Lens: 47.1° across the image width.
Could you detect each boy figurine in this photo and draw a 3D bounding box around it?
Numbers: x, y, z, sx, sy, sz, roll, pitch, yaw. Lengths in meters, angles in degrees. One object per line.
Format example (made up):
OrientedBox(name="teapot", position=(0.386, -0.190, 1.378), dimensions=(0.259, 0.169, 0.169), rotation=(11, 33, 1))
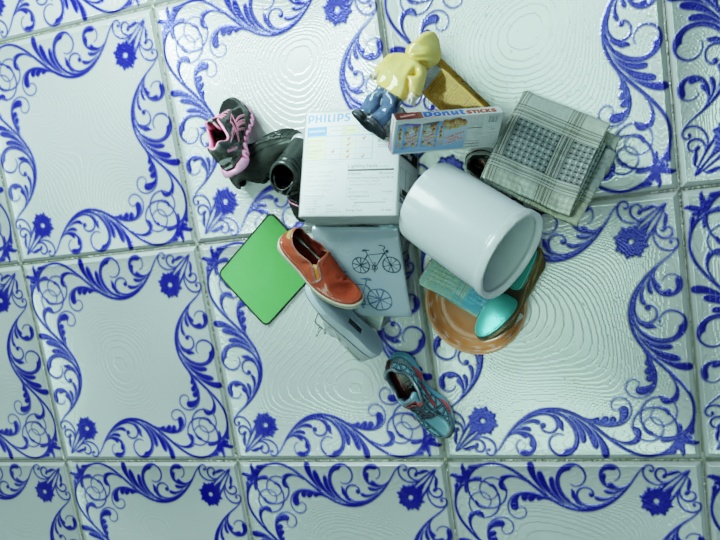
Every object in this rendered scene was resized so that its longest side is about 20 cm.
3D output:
OrientedBox(name="boy figurine", position=(0.066, -0.334, 1.449), dimensions=(0.124, 0.064, 0.201), rotation=(33, 85, 38))

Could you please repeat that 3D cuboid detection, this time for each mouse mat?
OrientedBox(name="mouse mat", position=(-0.195, -0.001, 1.755), dimensions=(0.161, 0.008, 0.200), rotation=(47, 114, 5))

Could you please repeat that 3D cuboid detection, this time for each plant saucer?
OrientedBox(name="plant saucer", position=(0.224, 0.061, 1.597), dimensions=(0.198, 0.037, 0.203), rotation=(4, 103, 19))

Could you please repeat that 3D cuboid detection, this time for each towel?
OrientedBox(name="towel", position=(0.336, -0.200, 1.450), dimensions=(0.199, 0.035, 0.194), rotation=(27, 78, 11))
OrientedBox(name="towel", position=(0.217, -0.027, 1.549), dimensions=(0.146, 0.022, 0.201), rotation=(31, 93, 15))

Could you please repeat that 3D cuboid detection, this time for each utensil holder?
OrientedBox(name="utensil holder", position=(0.191, -0.075, 1.454), dimensions=(0.199, 0.169, 0.171), rotation=(37, 113, 31))

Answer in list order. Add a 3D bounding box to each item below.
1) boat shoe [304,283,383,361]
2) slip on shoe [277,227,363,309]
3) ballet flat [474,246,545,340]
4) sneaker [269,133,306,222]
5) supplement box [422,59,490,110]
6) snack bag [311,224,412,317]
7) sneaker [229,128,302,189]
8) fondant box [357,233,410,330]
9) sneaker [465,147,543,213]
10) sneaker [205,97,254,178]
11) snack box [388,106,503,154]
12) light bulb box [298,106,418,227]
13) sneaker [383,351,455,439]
OrientedBox(name="boat shoe", position=(-0.050, 0.105, 1.619), dimensions=(0.202, 0.075, 0.086), rotation=(44, 129, -17))
OrientedBox(name="slip on shoe", position=(-0.072, -0.004, 1.558), dimensions=(0.200, 0.074, 0.061), rotation=(44, 140, 1))
OrientedBox(name="ballet flat", position=(0.283, 0.048, 1.512), dimensions=(0.068, 0.072, 0.201), rotation=(27, 88, 44))
OrientedBox(name="sneaker", position=(-0.136, -0.159, 1.617), dimensions=(0.070, 0.099, 0.201), rotation=(20, 135, 19))
OrientedBox(name="supplement box", position=(0.163, -0.326, 1.515), dimensions=(0.200, 0.066, 0.069), rotation=(43, 113, 7))
OrientedBox(name="snack bag", position=(0.000, 0.000, 1.589), dimensions=(0.187, 0.021, 0.202), rotation=(1, 118, 23))
OrientedBox(name="sneaker", position=(-0.192, -0.226, 1.675), dimensions=(0.198, 0.076, 0.091), rotation=(-17, 106, 30))
OrientedBox(name="fondant box", position=(0.008, -0.001, 1.652), dimensions=(0.143, 0.058, 0.202), rotation=(20, 107, 15))
OrientedBox(name="sneaker", position=(0.273, -0.158, 1.507), dimensions=(0.199, 0.080, 0.074), rotation=(28, 109, 10))
OrientedBox(name="sneaker", position=(-0.266, -0.281, 1.625), dimensions=(0.078, 0.095, 0.202), rotation=(-26, 48, 22))
OrientedBox(name="snack box", position=(0.149, -0.244, 1.440), dimensions=(0.198, 0.024, 0.072), rotation=(-7, 135, -14))
OrientedBox(name="light bulb box", position=(0.000, -0.187, 1.546), dimensions=(0.196, 0.125, 0.203), rotation=(1, 82, 20))
OrientedBox(name="sneaker", position=(0.109, 0.264, 1.654), dimensions=(0.079, 0.095, 0.201), rotation=(-41, 86, 24))
